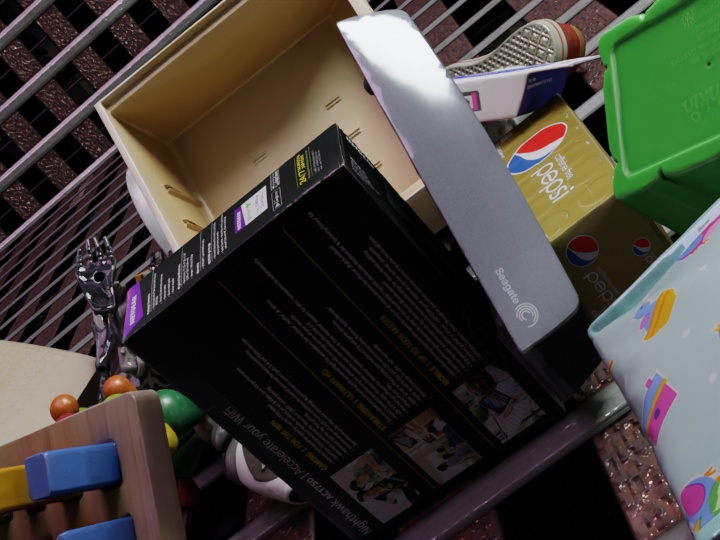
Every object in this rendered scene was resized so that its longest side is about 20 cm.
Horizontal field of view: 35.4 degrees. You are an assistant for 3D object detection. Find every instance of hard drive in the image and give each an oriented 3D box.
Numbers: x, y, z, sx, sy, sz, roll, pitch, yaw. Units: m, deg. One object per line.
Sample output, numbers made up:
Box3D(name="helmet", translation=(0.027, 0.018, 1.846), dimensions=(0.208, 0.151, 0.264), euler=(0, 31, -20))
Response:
Box3D(name="hard drive", translation=(0.061, -0.036, 0.588), dimensions=(0.042, 0.202, 0.135), euler=(-31, -24, 8))

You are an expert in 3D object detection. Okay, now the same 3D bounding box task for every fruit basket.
Box3D(name="fruit basket", translation=(0.246, -0.100, 0.566), dimensions=(0.214, 0.213, 0.158), euler=(-19, 69, 48))

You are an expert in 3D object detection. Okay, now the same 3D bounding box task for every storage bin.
Box3D(name="storage bin", translation=(-0.048, -0.085, 0.791), dimensions=(0.197, 0.202, 0.094), euler=(-36, -20, 11))

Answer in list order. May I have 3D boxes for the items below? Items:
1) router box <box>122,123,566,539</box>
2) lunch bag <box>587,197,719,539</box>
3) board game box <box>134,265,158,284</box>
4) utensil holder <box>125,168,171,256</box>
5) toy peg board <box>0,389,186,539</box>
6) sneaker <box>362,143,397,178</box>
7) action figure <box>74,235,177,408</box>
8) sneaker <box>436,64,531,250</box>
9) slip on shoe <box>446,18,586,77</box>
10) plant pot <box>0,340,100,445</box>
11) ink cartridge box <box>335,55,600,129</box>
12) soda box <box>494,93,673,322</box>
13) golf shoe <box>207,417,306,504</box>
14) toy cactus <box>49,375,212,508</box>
Box3D(name="router box", translation=(-0.006, 0.044, 0.604), dimensions=(0.148, 0.200, 0.051), euler=(-36, 29, 15))
Box3D(name="lunch bag", translation=(0.197, 0.019, 0.391), dimensions=(0.200, 0.122, 0.171), euler=(-43, 17, 13))
Box3D(name="board game box", translation=(-0.078, -0.017, 0.996), dimensions=(0.198, 0.057, 0.164), euler=(-28, 9, -32))
Box3D(name="utensil holder", translation=(-0.117, -0.098, 1.188), dimensions=(0.199, 0.171, 0.170), euler=(-35, 20, 10))
Box3D(name="toy peg board", translation=(-0.187, 0.191, 0.627), dimensions=(0.097, 0.203, 0.198), euler=(-2, -15, -46))
Box3D(name="sneaker", translation=(0.000, 0.000, 0.848), dimensions=(0.201, 0.093, 0.070), euler=(-54, -26, 4))
Box3D(name="action figure", translation=(-0.153, 0.054, 0.852), dimensions=(0.117, 0.201, 0.103), euler=(2, 55, 0))
Box3D(name="sneaker", translation=(0.095, -0.080, 0.904), dimensions=(0.201, 0.075, 0.087), euler=(-53, 33, -11))
Box3D(name="slip on shoe", translation=(0.127, -0.169, 1.028), dimensions=(0.061, 0.075, 0.199), euler=(-12, -9, -37))
Box3D(name="plant pot", translation=(-0.334, 0.167, 0.897), dimensions=(0.201, 0.175, 0.202), euler=(-66, -2, -51))
Box3D(name="ink cartridge box", translation=(0.081, -0.130, 0.844), dimensions=(0.197, 0.038, 0.094), euler=(-6, 11, 31))
Box3D(name="soda box", translation=(0.138, -0.046, 0.727), dimensions=(0.067, 0.064, 0.201), euler=(-38, 20, 13))
Box3D(name="golf shoe", translation=(-0.003, 0.078, 0.753), dimensions=(0.200, 0.078, 0.094), euler=(-45, 43, -18))
Box3D(name="toy cactus", translation=(-0.128, 0.121, 0.789), dimensions=(0.163, 0.201, 0.103), euler=(-25, 57, -12))
